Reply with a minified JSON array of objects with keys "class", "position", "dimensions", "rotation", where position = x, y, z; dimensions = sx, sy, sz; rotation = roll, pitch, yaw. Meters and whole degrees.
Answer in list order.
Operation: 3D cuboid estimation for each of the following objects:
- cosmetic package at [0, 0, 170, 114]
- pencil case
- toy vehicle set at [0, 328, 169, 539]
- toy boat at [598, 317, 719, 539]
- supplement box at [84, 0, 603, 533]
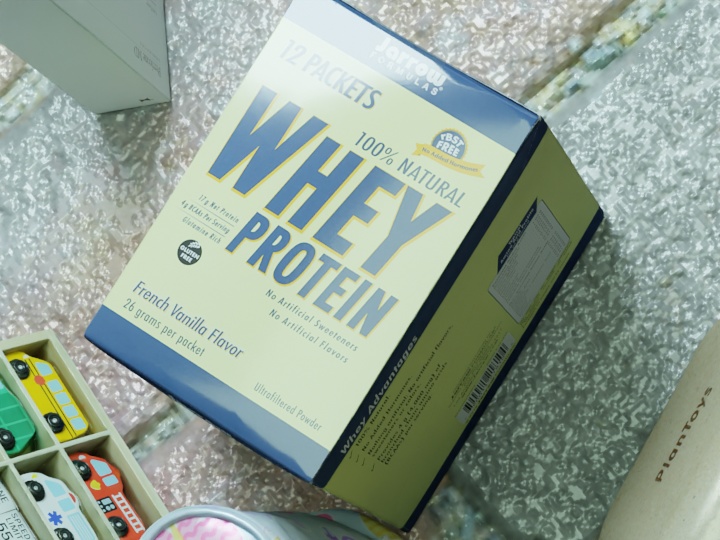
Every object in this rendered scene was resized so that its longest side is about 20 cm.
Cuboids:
[{"class":"cosmetic package","position":[-0.155,-0.180,1.346],"dimensions":[0.051,0.200,0.152],"rotation":[-10,75,12]},{"class":"pencil case","position":[-0.038,0.155,1.250],"dimensions":[0.090,0.200,0.084],"rotation":[5,86,22]},{"class":"toy vehicle set","position":[-0.159,0.127,1.326],"dimensions":[0.201,0.124,0.027],"rotation":[56,131,17]},{"class":"toy boat","position":[0.202,0.118,1.251],"dimensions":[0.130,0.130,0.201],"rotation":[30,86,-11]},{"class":"supplement box","position":[0.000,0.000,1.270],"dimensions":[0.134,0.200,0.201],"rotation":[31,87,18]}]
